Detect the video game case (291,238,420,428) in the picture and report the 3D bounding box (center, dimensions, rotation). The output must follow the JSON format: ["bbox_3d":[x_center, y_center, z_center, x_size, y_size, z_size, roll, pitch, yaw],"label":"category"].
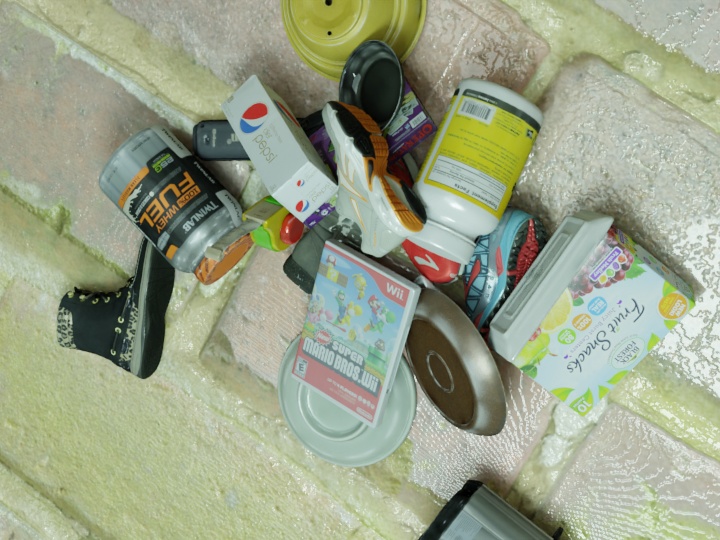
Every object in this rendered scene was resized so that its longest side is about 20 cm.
[{"bbox_3d":[-0.009,0.079,1.754,0.142,0.017,0.201,29,118,28],"label":"video game case"}]

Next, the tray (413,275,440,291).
[{"bbox_3d":[0.117,0.102,1.751,0.022,0.107,0.201,-27,82,-18],"label":"tray"}]

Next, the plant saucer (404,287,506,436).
[{"bbox_3d":[0.107,0.118,1.717,0.200,0.032,0.201,48,152,35],"label":"plant saucer"}]

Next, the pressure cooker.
[{"bbox_3d":[0.163,0.383,1.739,0.199,0.178,0.177,36,108,12],"label":"pressure cooker"}]

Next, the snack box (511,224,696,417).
[{"bbox_3d":[0.279,0.059,1.674,0.142,0.053,0.200,36,113,-12],"label":"snack box"}]

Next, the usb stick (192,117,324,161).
[{"bbox_3d":[-0.127,-0.170,1.824,0.198,0.033,0.056,1,102,22],"label":"usb stick"}]

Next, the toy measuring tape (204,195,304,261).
[{"bbox_3d":[-0.128,-0.042,1.768,0.073,0.200,0.074,18,127,25],"label":"toy measuring tape"}]

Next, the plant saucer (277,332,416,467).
[{"bbox_3d":[-0.026,0.167,1.842,0.198,0.050,0.202,4,102,20],"label":"plant saucer"}]

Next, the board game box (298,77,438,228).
[{"bbox_3d":[-0.008,-0.151,1.720,0.199,0.032,0.120,-37,47,10],"label":"board game box"}]

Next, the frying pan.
[{"bbox_3d":[-0.004,-0.194,1.704,0.190,0.031,0.115,-51,53,36],"label":"frying pan"}]

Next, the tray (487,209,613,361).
[{"bbox_3d":[0.213,0.010,1.635,0.022,0.107,0.201,36,90,-11],"label":"tray"}]

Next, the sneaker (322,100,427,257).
[{"bbox_3d":[-0.007,-0.105,1.636,0.092,0.075,0.201,-42,62,32],"label":"sneaker"}]

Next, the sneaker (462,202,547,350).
[{"bbox_3d":[0.165,0.007,1.733,0.095,0.079,0.201,40,123,40],"label":"sneaker"}]

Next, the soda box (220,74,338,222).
[{"bbox_3d":[-0.101,-0.153,1.717,0.064,0.068,0.200,-41,45,10],"label":"soda box"}]

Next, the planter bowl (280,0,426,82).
[{"bbox_3d":[-0.025,-0.329,1.721,0.199,0.083,0.202,4,101,22],"label":"planter bowl"}]

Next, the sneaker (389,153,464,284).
[{"bbox_3d":[0.053,-0.065,1.729,0.077,0.085,0.201,-41,71,29],"label":"sneaker"}]

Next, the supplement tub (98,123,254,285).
[{"bbox_3d":[-0.237,-0.084,1.837,0.200,0.122,0.123,45,113,8],"label":"supplement tub"}]

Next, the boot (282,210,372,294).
[{"bbox_3d":[0.000,0.000,1.787,0.200,0.068,0.131,40,114,13],"label":"boot"}]

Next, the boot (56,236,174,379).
[{"bbox_3d":[-0.341,0.035,1.932,0.153,0.073,0.205,14,104,22],"label":"boot"}]

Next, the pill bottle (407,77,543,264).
[{"bbox_3d":[0.129,-0.115,1.656,0.112,0.112,0.201,24,87,16],"label":"pill bottle"}]
